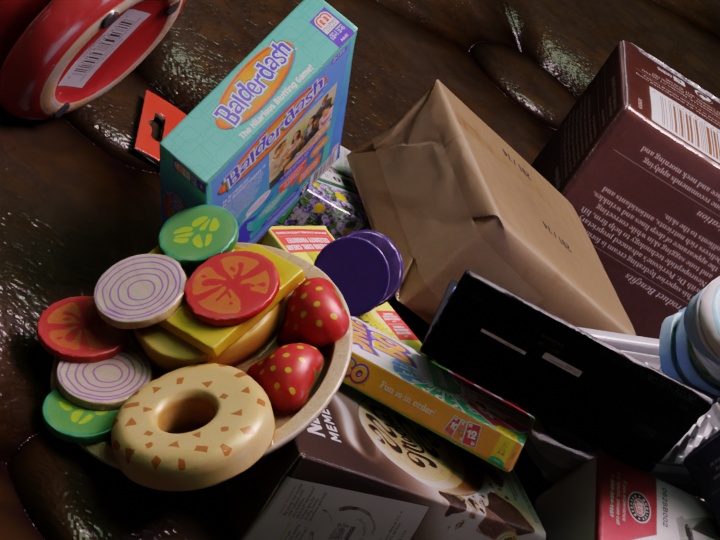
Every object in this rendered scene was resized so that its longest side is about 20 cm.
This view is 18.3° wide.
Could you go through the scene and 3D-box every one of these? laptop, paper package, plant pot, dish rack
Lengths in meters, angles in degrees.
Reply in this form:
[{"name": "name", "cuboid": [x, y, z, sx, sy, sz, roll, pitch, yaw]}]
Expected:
[{"name": "laptop", "cuboid": [0.140, 0.046, 1.489, 0.176, 0.200, 0.104, 27, 63, 1]}, {"name": "paper package", "cuboid": [0.102, -0.017, 1.749, 0.200, 0.103, 0.191, 37, 22, -38]}, {"name": "plant pot", "cuboid": [-0.236, -0.225, 1.637, 0.183, 0.200, 0.200, 48, 26, 9]}, {"name": "dish rack", "cuboid": [0.185, 0.105, 1.594, 0.198, 0.044, 0.172, 8, 30, -22]}]

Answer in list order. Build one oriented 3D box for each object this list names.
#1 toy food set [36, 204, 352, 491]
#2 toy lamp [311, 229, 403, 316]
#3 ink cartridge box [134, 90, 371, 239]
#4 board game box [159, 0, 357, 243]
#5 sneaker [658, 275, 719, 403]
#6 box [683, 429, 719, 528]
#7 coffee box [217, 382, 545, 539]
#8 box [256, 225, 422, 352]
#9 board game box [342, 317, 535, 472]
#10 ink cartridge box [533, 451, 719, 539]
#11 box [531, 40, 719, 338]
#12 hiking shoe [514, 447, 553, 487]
[{"name": "toy food set", "cuboid": [-0.104, 0.049, 1.378, 0.197, 0.049, 0.200, 28, 58, 34]}, {"name": "toy lamp", "cuboid": [0.000, 0.000, 1.523, 0.058, 0.058, 0.200, 36, 2, 1]}, {"name": "ink cartridge box", "cuboid": [-0.078, -0.087, 1.762, 0.199, 0.050, 0.109, 30, 26, -16]}, {"name": "board game box", "cuboid": [-0.072, -0.082, 1.528, 0.045, 0.152, 0.200, 40, -20, 11]}, {"name": "sneaker", "cuboid": [0.236, 0.050, 1.476, 0.199, 0.130, 0.080, 5, 70, -54]}, {"name": "box", "cuboid": [0.335, 0.174, 1.490, 0.147, 0.104, 0.201, -14, 68, -45]}, {"name": "coffee box", "cuboid": [0.008, 0.137, 1.440, 0.199, 0.080, 0.113, 20, 27, -31]}, {"name": "box", "cuboid": [-0.002, 0.052, 1.616, 0.075, 0.050, 0.200, 0, 42, -51]}, {"name": "board game box", "cuboid": [0.019, 0.067, 1.466, 0.199, 0.030, 0.096, 26, 11, 5]}, {"name": "ink cartridge box", "cuboid": [0.214, 0.231, 1.488, 0.199, 0.083, 0.148, 25, 49, -22]}, {"name": "box", "cuboid": [0.239, -0.056, 1.939, 0.165, 0.201, 0.165, 31, 25, -10]}, {"name": "hiking shoe", "cuboid": [0.181, 0.129, 1.704, 0.198, 0.101, 0.076, -10, 78, -29]}]
